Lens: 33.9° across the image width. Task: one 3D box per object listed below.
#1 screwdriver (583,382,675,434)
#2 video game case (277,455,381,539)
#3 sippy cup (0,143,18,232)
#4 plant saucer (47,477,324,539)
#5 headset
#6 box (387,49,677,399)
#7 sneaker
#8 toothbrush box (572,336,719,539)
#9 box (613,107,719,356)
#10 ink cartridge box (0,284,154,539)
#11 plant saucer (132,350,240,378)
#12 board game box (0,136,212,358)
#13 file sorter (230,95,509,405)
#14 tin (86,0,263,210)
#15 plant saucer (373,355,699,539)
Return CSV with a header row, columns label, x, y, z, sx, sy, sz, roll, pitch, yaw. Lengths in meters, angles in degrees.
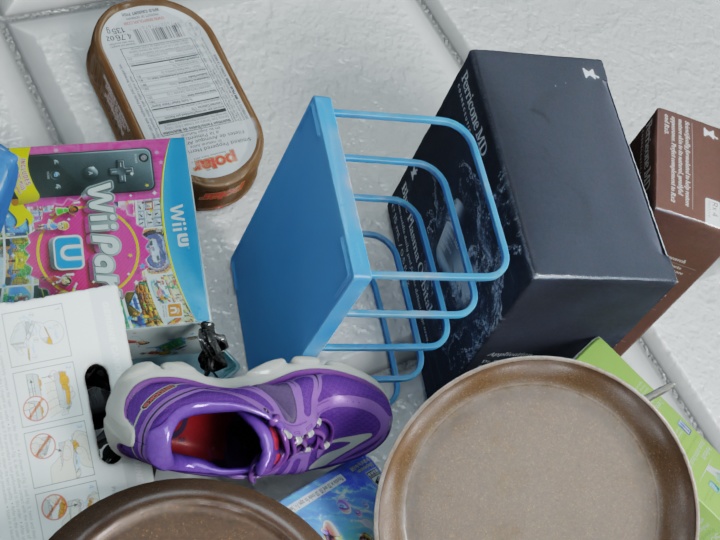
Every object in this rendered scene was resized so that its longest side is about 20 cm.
label,x,y,z,sx,sy,sz,roll,pitch,yaw
screwdriver,0.113,0.118,0.763,0.029,0.199,0.028,40,25,-32
video game case,0.005,0.218,0.732,0.182,0.045,0.200,50,26,12
sippy cup,-0.284,-0.048,0.721,0.129,0.140,0.179,19,80,-13
plant saucer,-0.087,0.195,0.609,0.198,0.035,0.202,7,56,-11
headset,-0.174,0.100,0.760,0.199,0.094,0.124,-28,75,-20
box,0.117,-0.025,0.893,0.116,0.200,0.198,1,57,-20
sneaker,-0.057,0.104,0.727,0.199,0.081,0.083,1,15,-37
toothbrush box,0.178,0.172,0.810,0.200,0.146,0.086,45,28,13
box,0.214,-0.020,0.927,0.074,0.200,0.101,18,53,-10
ink cartridge box,-0.235,0.104,0.722,0.198,0.050,0.164,-10,82,-20
plant saucer,-0.179,0.022,0.861,0.200,0.019,0.070,46,54,10
board game box,-0.212,-0.011,0.819,0.198,0.064,0.149,-5,66,-16
file sorter,0.000,0.000,0.834,0.122,0.200,0.140,2,57,-24
tin,-0.152,-0.140,0.966,0.111,0.042,0.201,-18,66,-25
plant saucer,0.106,0.152,0.727,0.198,0.032,0.202,0,91,-2
